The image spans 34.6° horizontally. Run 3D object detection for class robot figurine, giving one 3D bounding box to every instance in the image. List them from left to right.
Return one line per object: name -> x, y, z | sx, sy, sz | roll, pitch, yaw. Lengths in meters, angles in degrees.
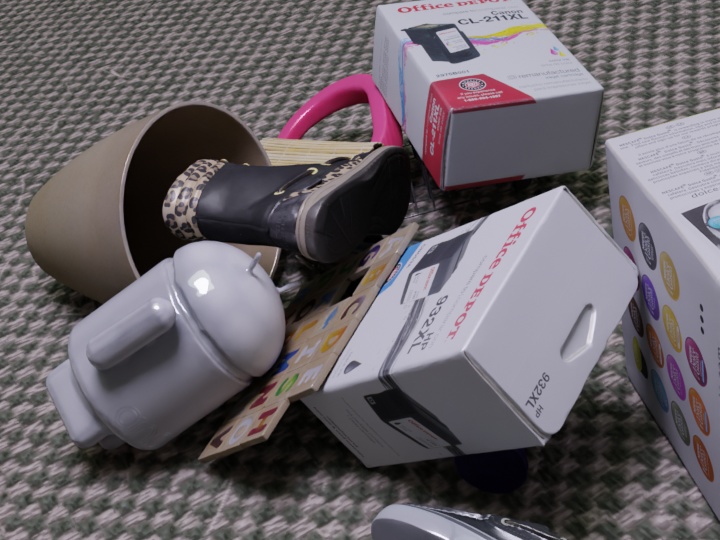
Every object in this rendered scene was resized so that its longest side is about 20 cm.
robot figurine -> -0.138, 0.056, 0.869 | 0.199, 0.169, 0.114 | -35, 75, 9

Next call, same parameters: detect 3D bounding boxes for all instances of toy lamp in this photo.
toy lamp -> 0.113, 0.068, 0.842 | 0.057, 0.059, 0.201 | 0, 36, 19

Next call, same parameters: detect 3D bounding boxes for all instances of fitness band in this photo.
fitness band -> -0.026, -0.117, 1.118 | 0.143, 0.037, 0.201 | -35, 33, 18

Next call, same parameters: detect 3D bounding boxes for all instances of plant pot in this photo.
plant pot -> -0.202, -0.043, 1.026 | 0.198, 0.189, 0.188 | -2, 33, 40

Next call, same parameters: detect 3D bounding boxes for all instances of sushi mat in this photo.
sushi mat -> -0.065, -0.088, 1.084 | 0.199, 0.012, 0.096 | 10, 60, 53

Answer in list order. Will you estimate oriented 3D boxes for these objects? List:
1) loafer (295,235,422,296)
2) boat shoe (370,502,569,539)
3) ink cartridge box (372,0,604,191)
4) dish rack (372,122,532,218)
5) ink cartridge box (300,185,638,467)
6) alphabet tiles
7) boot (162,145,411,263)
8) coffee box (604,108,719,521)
loafer -> 0.000, 0.000, 0.974 | 0.071, 0.064, 0.199 | -3, 12, -41
boat shoe -> 0.100, 0.180, 0.686 | 0.198, 0.069, 0.057 | 18, 41, 29
ink cartridge box -> 0.106, -0.167, 1.038 | 0.144, 0.084, 0.201 | -10, 40, -15
dish rack -> 0.061, -0.107, 1.112 | 0.197, 0.055, 0.154 | -15, 33, 0
ink cartridge box -> 0.067, 0.043, 0.770 | 0.199, 0.084, 0.146 | -22, 28, 56
alphabet tiles -> -0.047, 0.058, 0.869 | 0.167, 0.008, 0.201 | -28, 23, 51
boot -> -0.052, -0.060, 0.937 | 0.149, 0.074, 0.200 | 6, 22, 24
coffee box -> 0.285, 0.019, 0.723 | 0.197, 0.202, 0.199 | -16, 34, -3
